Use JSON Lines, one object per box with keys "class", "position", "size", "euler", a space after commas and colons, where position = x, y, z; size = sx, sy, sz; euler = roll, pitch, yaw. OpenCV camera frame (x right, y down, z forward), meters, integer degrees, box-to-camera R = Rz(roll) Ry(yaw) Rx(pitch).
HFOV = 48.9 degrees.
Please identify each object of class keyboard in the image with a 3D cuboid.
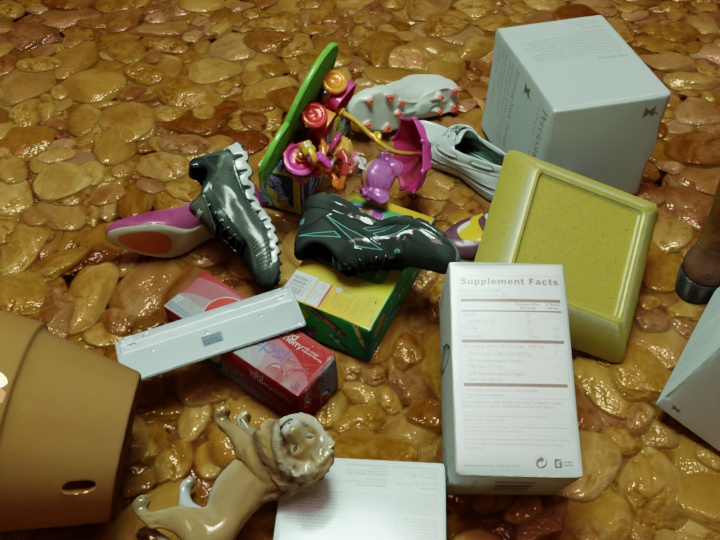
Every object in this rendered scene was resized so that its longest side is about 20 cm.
{"class": "keyboard", "position": [-0.158, 0.067, 0.838], "size": [0.197, 0.011, 0.057], "euler": [-18, 57, -11]}

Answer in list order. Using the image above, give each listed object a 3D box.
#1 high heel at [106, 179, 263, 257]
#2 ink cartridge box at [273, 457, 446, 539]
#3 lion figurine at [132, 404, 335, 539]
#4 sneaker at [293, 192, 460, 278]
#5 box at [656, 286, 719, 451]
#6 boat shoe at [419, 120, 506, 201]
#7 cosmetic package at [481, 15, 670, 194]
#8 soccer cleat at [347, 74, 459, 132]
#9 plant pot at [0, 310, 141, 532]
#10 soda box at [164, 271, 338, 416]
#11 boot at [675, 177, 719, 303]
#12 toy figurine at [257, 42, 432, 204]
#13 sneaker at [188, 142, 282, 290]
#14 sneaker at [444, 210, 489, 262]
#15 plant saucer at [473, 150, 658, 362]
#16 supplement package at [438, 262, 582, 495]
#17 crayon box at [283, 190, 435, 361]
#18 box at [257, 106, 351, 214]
{"class": "high heel", "position": [-0.221, -0.076, 1.008], "size": [0.196, 0.068, 0.097], "euler": [-6, 57, -13]}
{"class": "ink cartridge box", "position": [-0.002, 0.269, 0.713], "size": [0.157, 0.048, 0.202], "euler": [3, 50, 2]}
{"class": "lion figurine", "position": [-0.115, 0.203, 0.727], "size": [0.122, 0.072, 0.201], "euler": [37, 88, 34]}
{"class": "sneaker", "position": [0.015, -0.022, 0.895], "size": [0.197, 0.076, 0.080], "euler": [16, 62, 22]}
{"class": "box", "position": [0.418, 0.070, 0.814], "size": [0.106, 0.153, 0.200], "euler": [35, 56, 12]}
{"class": "boat shoe", "position": [0.143, -0.173, 1.107], "size": [0.199, 0.067, 0.073], "euler": [34, 55, 28]}
{"class": "cosmetic package", "position": [0.282, -0.217, 1.080], "size": [0.163, 0.169, 0.202], "euler": [-10, 47, -11]}
{"class": "soccer cleat", "position": [0.059, -0.253, 1.184], "size": [0.197, 0.070, 0.078], "euler": [-15, 40, -28]}
{"class": "plant pot", "position": [-0.285, 0.150, 0.732], "size": [0.138, 0.202, 0.202], "euler": [11, 45, -11]}
{"class": "soda box", "position": [-0.121, 0.084, 0.869], "size": [0.198, 0.064, 0.070], "euler": [29, 53, 24]}
{"class": "boot", "position": [0.468, -0.061, 0.913], "size": [0.185, 0.202, 0.069], "euler": [-7, 47, -7]}
{"class": "toy figurine", "position": [-0.002, -0.150, 0.981], "size": [0.182, 0.150, 0.202], "euler": [29, 66, -1]}
{"class": "sneaker", "position": [-0.158, -0.061, 0.954], "size": [0.089, 0.067, 0.203], "euler": [-11, 67, -26]}
{"class": "sneaker", "position": [0.194, -0.070, 0.995], "size": [0.197, 0.091, 0.075], "euler": [-14, 47, -15]}
{"class": "plant saucer", "position": [0.238, -0.024, 0.896], "size": [0.197, 0.048, 0.203], "euler": [19, 75, -3]}
{"class": "supplement package", "position": [0.139, 0.107, 0.773], "size": [0.115, 0.117, 0.203], "euler": [1, 66, 1]}
{"class": "crayon box", "position": [0.000, 0.000, 0.951], "size": [0.117, 0.059, 0.201], "euler": [19, 50, 17]}
{"class": "box", "position": [-0.074, -0.173, 1.103], "size": [0.063, 0.071, 0.201], "euler": [16, 49, 12]}
